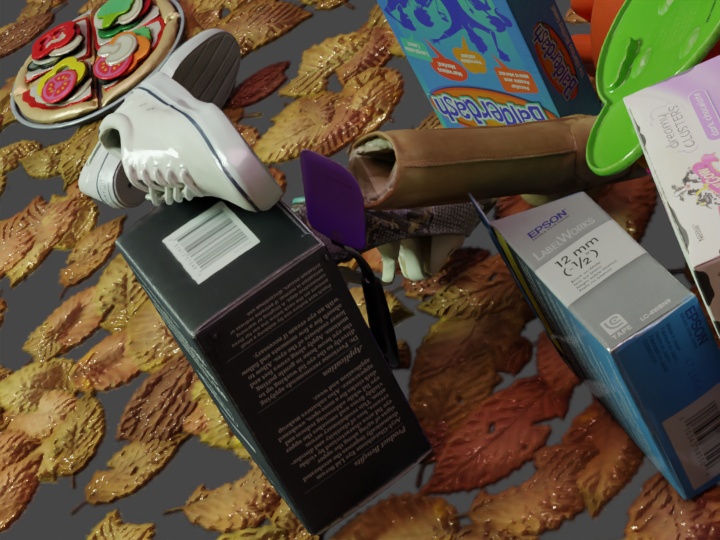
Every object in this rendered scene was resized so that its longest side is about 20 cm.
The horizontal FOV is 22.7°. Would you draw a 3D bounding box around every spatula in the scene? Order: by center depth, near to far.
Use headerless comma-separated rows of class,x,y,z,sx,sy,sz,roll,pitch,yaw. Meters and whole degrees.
spatula,0.000,0.000,1.224,0.056,0.201,0.021,26,61,36

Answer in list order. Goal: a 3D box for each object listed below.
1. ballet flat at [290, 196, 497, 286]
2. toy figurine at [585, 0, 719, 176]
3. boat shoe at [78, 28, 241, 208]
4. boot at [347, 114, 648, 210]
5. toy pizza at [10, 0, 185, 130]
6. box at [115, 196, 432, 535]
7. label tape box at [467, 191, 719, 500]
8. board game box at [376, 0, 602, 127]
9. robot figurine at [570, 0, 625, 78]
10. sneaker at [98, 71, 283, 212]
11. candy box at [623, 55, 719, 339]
ballet flat,0.026,-0.024,1.309,0.199,0.073,0.072,-6,15,-44
toy figurine,0.263,-0.102,1.181,0.150,0.183,0.201,-19,43,60
boat shoe,-0.187,-0.144,1.615,0.066,0.074,0.200,13,56,39
boot,0.080,-0.074,1.241,0.198,0.067,0.175,-8,-7,-22
toy pizza,-0.267,-0.217,1.787,0.199,0.032,0.201,-19,39,16
box,-0.057,0.051,1.203,0.104,0.201,0.148,-35,38,-9
label tape box,0.157,0.030,1.126,0.066,0.144,0.200,-33,37,-1
board game box,0.093,-0.172,1.352,0.152,0.201,0.045,18,59,46
robot figurine,0.249,-0.178,1.318,0.199,0.117,0.144,5,43,38
sneaker,-0.113,-0.069,1.165,0.071,0.073,0.200,-42,30,-7
candy box,0.235,0.002,1.059,0.071,0.201,0.168,-23,38,11
